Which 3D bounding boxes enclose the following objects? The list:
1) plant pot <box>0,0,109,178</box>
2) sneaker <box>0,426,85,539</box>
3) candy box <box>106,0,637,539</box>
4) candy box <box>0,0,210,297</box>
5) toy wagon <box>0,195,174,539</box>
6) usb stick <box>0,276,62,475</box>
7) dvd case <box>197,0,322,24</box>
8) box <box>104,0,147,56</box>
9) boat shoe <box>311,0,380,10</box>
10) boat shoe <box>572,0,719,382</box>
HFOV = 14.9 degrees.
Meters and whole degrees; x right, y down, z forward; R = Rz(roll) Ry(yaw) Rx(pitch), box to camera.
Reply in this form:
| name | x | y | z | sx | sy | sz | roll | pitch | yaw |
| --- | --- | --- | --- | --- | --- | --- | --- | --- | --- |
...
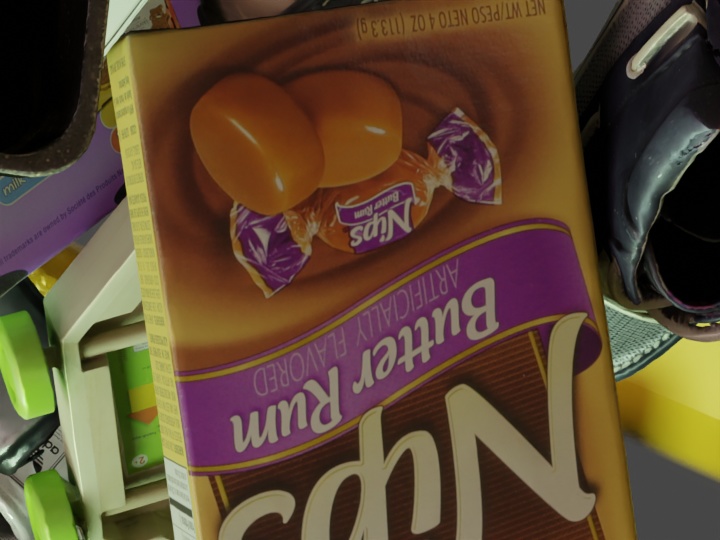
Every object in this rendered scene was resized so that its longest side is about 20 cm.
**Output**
| name | x | y | z | sx | sy | sz | roll | pitch | yaw |
| --- | --- | --- | --- | --- | --- | --- | --- | --- | --- |
| plant pot | -0.160 | -0.122 | 0.638 | 0.198 | 0.202 | 0.177 | 8 | 173 | -12 |
| sneaker | -0.081 | 0.033 | 0.950 | 0.075 | 0.115 | 0.200 | 42 | 143 | 7 |
| candy box | 0.006 | 0.031 | 0.722 | 0.056 | 0.116 | 0.202 | -175 | 77 | -78 |
| candy box | -0.146 | -0.094 | 0.827 | 0.071 | 0.168 | 0.201 | 4 | 124 | 46 |
| toy wagon | -0.035 | 0.052 | 0.900 | 0.040 | 0.154 | 0.201 | -119 | 19 | -46 |
| usb stick | -0.163 | -0.022 | 0.909 | 0.055 | 0.033 | 0.200 | -40 | 89 | 19 |
| dvd case | -0.035 | -0.151 | 0.820 | 0.143 | 0.018 | 0.200 | 53 | 143 | -4 |
| box | -0.065 | -0.157 | 0.704 | 0.036 | 0.201 | 0.144 | 12 | 156 | -20 |
| boat shoe | 0.000 | 0.000 | 0.786 | 0.072 | 0.201 | 0.063 | 18 | 152 | -20 |
| boat shoe | 0.078 | -0.010 | 0.754 | 0.074 | 0.093 | 0.201 | 13 | 139 | -3 |
